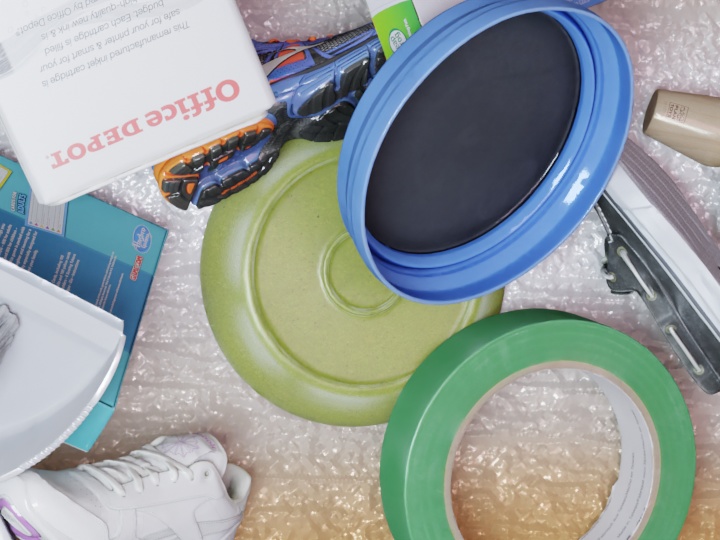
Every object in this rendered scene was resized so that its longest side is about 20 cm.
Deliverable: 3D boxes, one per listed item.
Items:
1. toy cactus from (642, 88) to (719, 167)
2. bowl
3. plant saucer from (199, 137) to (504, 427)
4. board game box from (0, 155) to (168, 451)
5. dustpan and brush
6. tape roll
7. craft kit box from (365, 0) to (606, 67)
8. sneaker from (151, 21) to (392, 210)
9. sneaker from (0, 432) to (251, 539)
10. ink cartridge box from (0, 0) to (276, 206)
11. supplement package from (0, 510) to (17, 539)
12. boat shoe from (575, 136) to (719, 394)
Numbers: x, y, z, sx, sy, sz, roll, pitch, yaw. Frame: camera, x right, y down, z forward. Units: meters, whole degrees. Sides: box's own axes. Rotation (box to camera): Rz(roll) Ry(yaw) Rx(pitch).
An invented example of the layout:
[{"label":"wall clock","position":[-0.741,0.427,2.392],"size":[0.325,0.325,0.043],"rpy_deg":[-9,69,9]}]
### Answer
[{"label":"toy cactus","position":[0.266,-0.075,1.253],"size":[0.165,0.102,0.200],"rpy_deg":[16,96,-3]},{"label":"bowl","position":[0.073,-0.074,1.143],"size":[0.200,0.039,0.201],"rpy_deg":[-23,135,-25]},{"label":"plant saucer","position":[0.000,0.000,1.216],"size":[0.200,0.031,0.200],"rpy_deg":[0,92,-13]},{"label":"board game box","position":[-0.223,-0.001,1.110],"size":[0.200,0.047,0.151],"rpy_deg":[25,42,-12]},{"label":"dustpan and brush","position":[-0.230,0.087,1.033],"size":[0.139,0.057,0.200],"rpy_deg":[28,115,-14]},{"label":"tape roll","position":[0.113,0.126,1.222],"size":[0.200,0.048,0.201],"rpy_deg":[-3,99,-20]},{"label":"craft kit box","position":[0.068,-0.238,1.177],"size":[0.200,0.048,0.198],"rpy_deg":[-24,100,-39]},{"label":"sneaker","position":[-0.046,-0.116,1.177],"size":[0.200,0.075,0.078],"rpy_deg":[-26,64,-15]},{"label":"sneaker","position":[-0.136,0.129,1.126],"size":[0.200,0.075,0.100],"rpy_deg":[28,90,-57]},{"label":"ink cartridge box","position":[-0.152,-0.157,1.071],"size":[0.144,0.084,0.200],"rpy_deg":[-23,106,-3]},{"label":"supplement package","position":[-0.299,0.177,1.109],"size":[0.200,0.111,0.156],"rpy_deg":[-26,97,-10]},{"label":"boat shoe","position":[0.185,-0.006,1.237],"size":[0.071,0.072,0.200],"rpy_deg":[-39,82,26]}]
